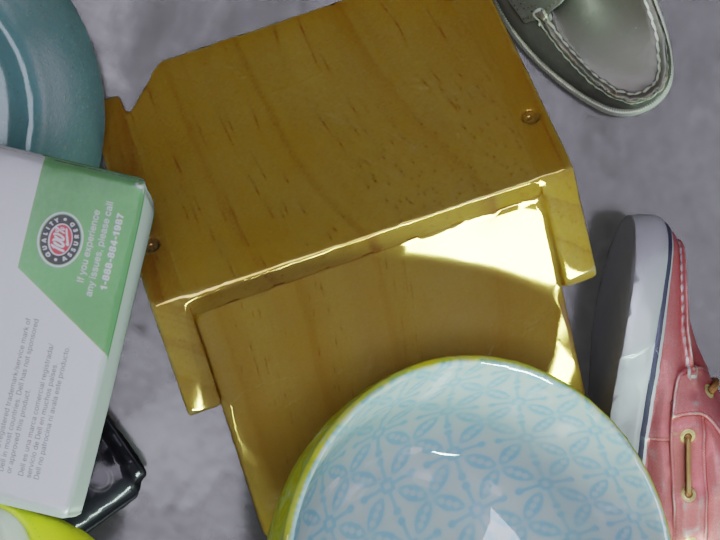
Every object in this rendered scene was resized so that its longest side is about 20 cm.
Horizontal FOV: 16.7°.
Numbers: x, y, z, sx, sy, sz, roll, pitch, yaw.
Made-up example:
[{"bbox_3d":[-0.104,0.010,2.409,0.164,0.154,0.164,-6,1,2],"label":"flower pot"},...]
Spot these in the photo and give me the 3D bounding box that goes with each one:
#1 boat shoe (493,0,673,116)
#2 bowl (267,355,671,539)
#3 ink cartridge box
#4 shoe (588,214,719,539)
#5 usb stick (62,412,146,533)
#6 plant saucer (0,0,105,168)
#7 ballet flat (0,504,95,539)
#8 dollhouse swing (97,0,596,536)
[{"bbox_3d":[0.088,-0.162,1.171,0.072,0.060,0.202,-32,95,-3],"label":"boat shoe"},{"bbox_3d":[0.034,0.143,1.128,0.199,0.108,0.202,3,82,-24],"label":"bowl"},{"bbox_3d":[-0.201,0.013,1.050,0.199,0.088,0.146,13,85,-1],"label":"ink cartridge box"},{"bbox_3d":[0.159,0.074,1.186,0.090,0.071,0.202,3,98,-6],"label":"shoe"},{"bbox_3d":[-0.195,0.138,1.175,0.199,0.033,0.056,-35,85,-2],"label":"usb stick"},{"bbox_3d":[-0.216,-0.070,1.116,0.198,0.036,0.202,0,92,-2],"label":"plant saucer"},{"bbox_3d":[-0.205,0.119,1.077,0.199,0.067,0.067,16,76,7],"label":"ballet flat"},{"bbox_3d":[0.000,0.000,1.185,0.199,0.176,0.182,-19,53,-3],"label":"dollhouse swing"}]
